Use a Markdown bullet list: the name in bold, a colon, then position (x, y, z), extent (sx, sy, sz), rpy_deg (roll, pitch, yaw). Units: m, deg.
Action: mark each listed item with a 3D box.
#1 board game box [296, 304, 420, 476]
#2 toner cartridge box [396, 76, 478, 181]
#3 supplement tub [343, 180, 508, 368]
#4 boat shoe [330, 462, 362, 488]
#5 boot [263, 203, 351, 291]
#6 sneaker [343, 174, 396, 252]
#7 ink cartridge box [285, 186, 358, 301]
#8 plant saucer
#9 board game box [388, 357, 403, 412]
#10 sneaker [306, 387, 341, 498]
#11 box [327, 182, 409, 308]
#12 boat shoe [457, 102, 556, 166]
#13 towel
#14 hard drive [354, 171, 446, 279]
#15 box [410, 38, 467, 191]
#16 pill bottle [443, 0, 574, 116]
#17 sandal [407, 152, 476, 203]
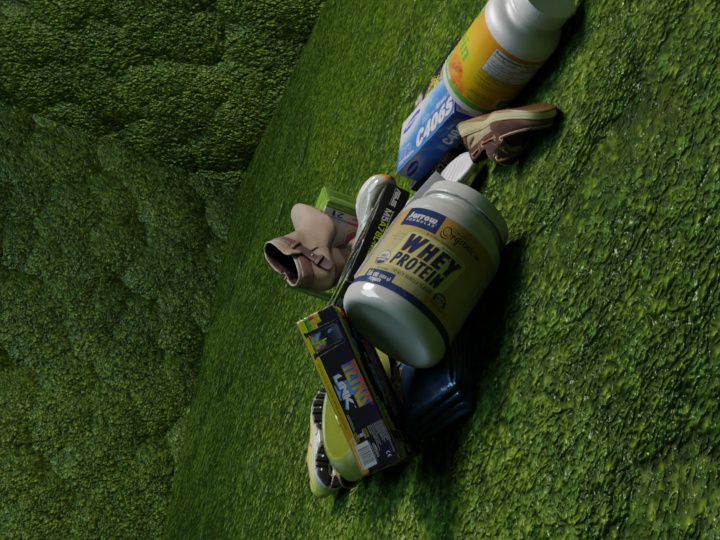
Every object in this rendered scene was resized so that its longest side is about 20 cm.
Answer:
- **board game box**: position (0.002, 0.151, 1.293), extent (0.203, 0.056, 0.165), rpy_deg (66, -171, 11)
- **toner cartridge box**: position (0.117, -0.222, 1.544), extent (0.200, 0.042, 0.097), rpy_deg (136, 147, -59)
- **supplement tub**: position (0.085, 0.002, 1.278), extent (0.201, 0.144, 0.144), rpy_deg (-54, 7, -23)
- **boat shoe**: position (0.013, 0.236, 1.507), extent (0.067, 0.073, 0.203), rpy_deg (-108, 33, -54)
- **boot**: position (-0.098, -0.042, 1.678), extent (0.200, 0.145, 0.071), rpy_deg (43, 124, 33)
- **sneaker**: position (0.024, -0.058, 1.710), extent (0.092, 0.074, 0.203), rpy_deg (-115, 37, -59)
- **ink cartridge box**: position (-0.031, -0.024, 1.820), extent (0.076, 0.145, 0.203), rpy_deg (-111, 41, -66)
- **plant saucer**: position (-0.013, 0.193, 1.455), extent (0.200, 0.031, 0.204), rpy_deg (134, 143, -52)
- **board game box**: position (0.078, 0.114, 1.428), extent (0.104, 0.023, 0.202), rpy_deg (-37, 33, 35)
- **sneaker**: position (-0.057, 0.281, 1.686), extent (0.091, 0.077, 0.203), rpy_deg (115, 168, -47)
- **box**: position (0.000, 0.000, 1.533), extent (0.201, 0.047, 0.195), rpy_deg (118, 173, -53)
- **boat shoe**: position (0.195, -0.175, 1.354), extent (0.199, 0.071, 0.074), rpy_deg (-1, 100, 64)
- **towel**: position (0.093, 0.113, 1.330), extent (0.111, 0.048, 0.202), rpy_deg (-39, 32, 31)
- **hard drive**: position (0.073, -0.022, 1.414), extent (0.201, 0.042, 0.136), rpy_deg (-52, -33, -23)
- **box**: position (0.137, -0.246, 1.658), extent (0.162, 0.048, 0.203), rpy_deg (126, 156, -50)
- **pill bottle**: position (0.200, -0.307, 1.378), extent (0.200, 0.109, 0.113), rpy_deg (130, 155, -54)
- **sandal**: position (0.117, -0.092, 1.528), extent (0.206, 0.059, 0.080), rpy_deg (-41, 25, 41)
